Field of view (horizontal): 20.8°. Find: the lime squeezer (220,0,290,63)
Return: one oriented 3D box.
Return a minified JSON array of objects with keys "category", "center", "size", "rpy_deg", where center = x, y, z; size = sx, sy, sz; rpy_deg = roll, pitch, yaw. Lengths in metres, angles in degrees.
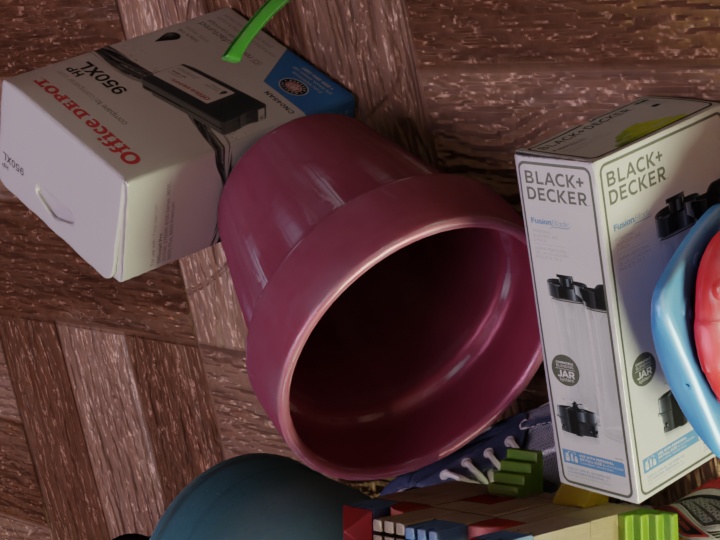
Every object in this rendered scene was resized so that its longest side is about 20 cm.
[{"category":"lime squeezer","center":[-0.052,-0.226,1.285],"size":[0.038,0.070,0.202],"rpy_deg":[153,123,-69]}]

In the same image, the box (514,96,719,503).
[{"category":"box","center":[0.158,0.014,1.104],"size":[0.060,0.116,0.202],"rpy_deg":[10,116,48]}]

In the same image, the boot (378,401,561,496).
[{"category":"boot","center":[0.095,0.135,1.265],"size":[0.200,0.090,0.073],"rpy_deg":[-30,85,53]}]

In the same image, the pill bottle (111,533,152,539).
[{"category":"pill bottle","center":[-0.139,0.278,1.615],"size":[0.199,0.111,0.113],"rpy_deg":[9,116,49]}]

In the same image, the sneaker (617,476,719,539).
[{"category":"sneaker","center":[0.169,0.183,1.206],"size":[0.078,0.082,0.200],"rpy_deg":[59,144,8]}]

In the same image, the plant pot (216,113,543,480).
[{"category":"plant pot","center":[0.000,0.000,1.247],"size":[0.179,0.198,0.201],"rpy_deg":[53,144,42]}]

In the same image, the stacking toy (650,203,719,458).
[{"category":"stacking toy","center":[0.260,0.022,1.007],"size":[0.199,0.110,0.117],"rpy_deg":[-8,118,41]}]

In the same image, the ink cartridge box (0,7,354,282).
[{"category":"ink cartridge box","center":[-0.125,-0.090,1.329],"size":[0.144,0.199,0.085],"rpy_deg":[37,135,33]}]

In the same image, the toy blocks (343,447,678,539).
[{"category":"toy blocks","center":[0.065,0.164,1.145],"size":[0.199,0.136,0.101],"rpy_deg":[2,96,46]}]

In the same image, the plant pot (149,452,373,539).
[{"category":"plant pot","center":[-0.027,0.243,1.378],"size":[0.187,0.199,0.202],"rpy_deg":[8,115,51]}]
